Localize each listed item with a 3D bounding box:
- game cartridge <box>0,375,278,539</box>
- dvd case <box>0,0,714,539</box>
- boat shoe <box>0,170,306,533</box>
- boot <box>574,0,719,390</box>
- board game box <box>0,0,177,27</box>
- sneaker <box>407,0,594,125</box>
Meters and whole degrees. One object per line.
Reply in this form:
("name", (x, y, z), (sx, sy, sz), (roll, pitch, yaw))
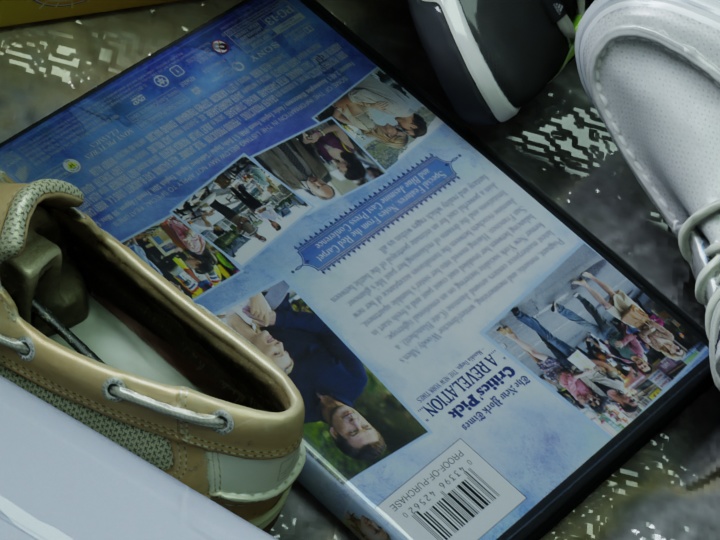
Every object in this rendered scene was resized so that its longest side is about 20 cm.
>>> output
("game cartridge", (-0.113, 0.115, 0.611), (0.133, 0.041, 0.200), (27, 54, 9))
("dvd case", (0.000, 0.000, 0.771), (0.200, 0.018, 0.143), (41, 49, 16))
("boat shoe", (-0.098, -0.001, 0.697), (0.200, 0.076, 0.072), (30, 48, 6))
("boot", (0.130, -0.003, 0.763), (0.200, 0.074, 0.096), (44, 39, 5))
("board game box", (-0.141, -0.146, 0.825), (0.200, 0.040, 0.153), (-13, 58, -28))
("sneaker", (0.080, -0.128, 0.845), (0.072, 0.083, 0.200), (58, 40, -29))
